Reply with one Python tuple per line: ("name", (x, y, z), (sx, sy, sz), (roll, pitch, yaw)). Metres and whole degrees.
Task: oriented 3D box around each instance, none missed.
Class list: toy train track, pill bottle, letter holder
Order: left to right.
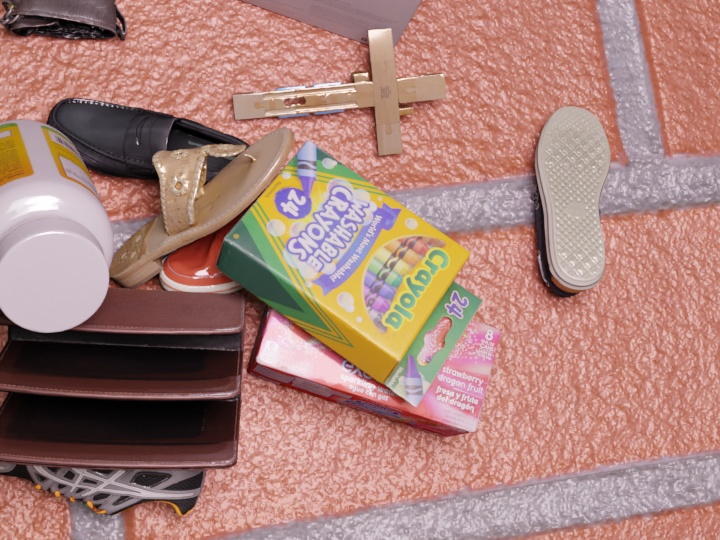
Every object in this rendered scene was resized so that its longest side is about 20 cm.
("pill bottle", (-0.257, -0.035, 0.862), (0.110, 0.200, 0.112), (-11, 120, -19))
("letter holder", (-0.193, 0.084, 0.870), (0.198, 0.142, 0.102), (3, 108, -6))
("toy train track", (-0.020, -0.164, 1.027), (0.198, 0.033, 0.116), (-7, 104, -6))

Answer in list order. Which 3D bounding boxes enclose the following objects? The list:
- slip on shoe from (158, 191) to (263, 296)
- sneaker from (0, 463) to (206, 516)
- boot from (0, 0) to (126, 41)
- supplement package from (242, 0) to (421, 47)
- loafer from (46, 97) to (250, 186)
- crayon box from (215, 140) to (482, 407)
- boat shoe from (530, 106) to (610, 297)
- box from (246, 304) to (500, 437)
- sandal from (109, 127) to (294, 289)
("slip on shoe", (-0.088, -0.038, 0.963), (0.199, 0.062, 0.074), (-25, 43, -14))
("sneaker", (-0.222, 0.165, 0.910), (0.198, 0.078, 0.078), (3, 103, -2))
("boot", (-0.300, -0.297, 0.979), (0.198, 0.069, 0.176), (8, 78, -12))
("supplement package", (-0.021, -0.322, 0.970), (0.190, 0.200, 0.148), (17, 77, -8))
("loafer", (-0.176, -0.113, 0.964), (0.199, 0.070, 0.069), (18, 61, -8))
("crayon box", (0.000, 0.000, 0.891), (0.199, 0.052, 0.126), (35, 57, 3))
("boat shoe", (0.197, -0.066, 1.039), (0.074, 0.062, 0.202), (6, 64, -5))
("box", (0.009, 0.071, 0.956), (0.198, 0.100, 0.096), (19, 77, -6))
("sandal", (-0.153, -0.064, 0.907), (0.211, 0.078, 0.070), (-36, 122, 24))
